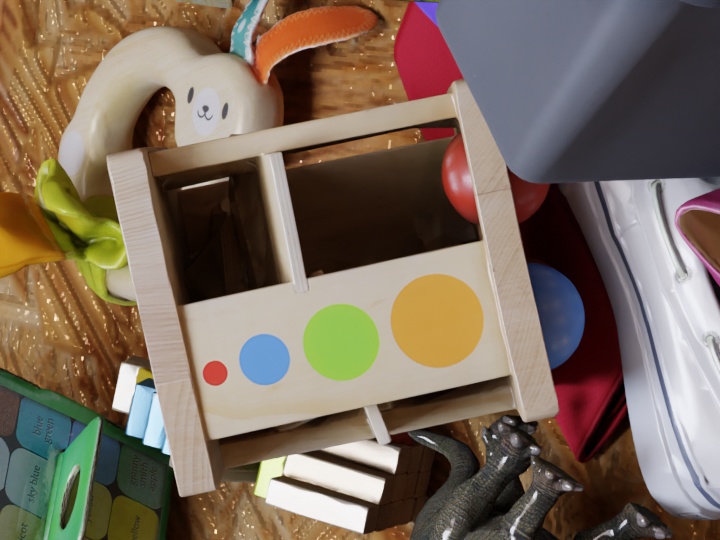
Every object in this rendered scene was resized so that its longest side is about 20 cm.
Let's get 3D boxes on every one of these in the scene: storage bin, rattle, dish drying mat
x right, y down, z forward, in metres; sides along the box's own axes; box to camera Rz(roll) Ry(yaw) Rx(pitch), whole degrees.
[{"bbox_3d":[0.123,-0.109,1.018,0.134,0.200,0.146,-54,50,42],"label":"storage bin"},{"bbox_3d":[-0.106,-0.071,1.307,0.200,0.143,0.130,-38,41,46],"label":"rattle"},{"bbox_3d":[0.062,-0.027,1.187,0.200,0.018,0.077,65,152,28],"label":"dish drying mat"}]

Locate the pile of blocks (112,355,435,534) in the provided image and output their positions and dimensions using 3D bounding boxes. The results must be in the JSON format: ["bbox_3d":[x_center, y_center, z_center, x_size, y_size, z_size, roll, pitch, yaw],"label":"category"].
[{"bbox_3d":[-0.047,0.053,1.267,0.200,0.082,0.062,20,100,48],"label":"pile of blocks"}]

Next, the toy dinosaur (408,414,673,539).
[{"bbox_3d":[0.049,0.111,1.101,0.200,0.077,0.102,36,99,45],"label":"toy dinosaur"}]

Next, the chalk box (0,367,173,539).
[{"bbox_3d":[-0.167,0.128,1.341,0.200,0.124,0.125,-28,43,43],"label":"chalk box"}]

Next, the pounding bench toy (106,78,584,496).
[{"bbox_3d":[0.000,0.000,1.145,0.200,0.156,0.124,-79,-23,-88],"label":"pounding bench toy"}]

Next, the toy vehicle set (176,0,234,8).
[{"bbox_3d":[-0.063,-0.209,1.226,0.026,0.200,0.124,7,68,7],"label":"toy vehicle set"}]

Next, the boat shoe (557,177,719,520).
[{"bbox_3d":[0.126,-0.011,1.098,0.067,0.074,0.200,-19,83,37],"label":"boat shoe"}]

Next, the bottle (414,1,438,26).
[{"bbox_3d":[0.098,-0.163,1.127,0.084,0.065,0.200,44,123,4],"label":"bottle"}]

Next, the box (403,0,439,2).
[{"bbox_3d":[0.014,-0.202,1.134,0.193,0.047,0.200,13,96,61],"label":"box"}]

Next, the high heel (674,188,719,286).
[{"bbox_3d":[0.192,0.031,0.990,0.200,0.096,0.067,50,122,39],"label":"high heel"}]
